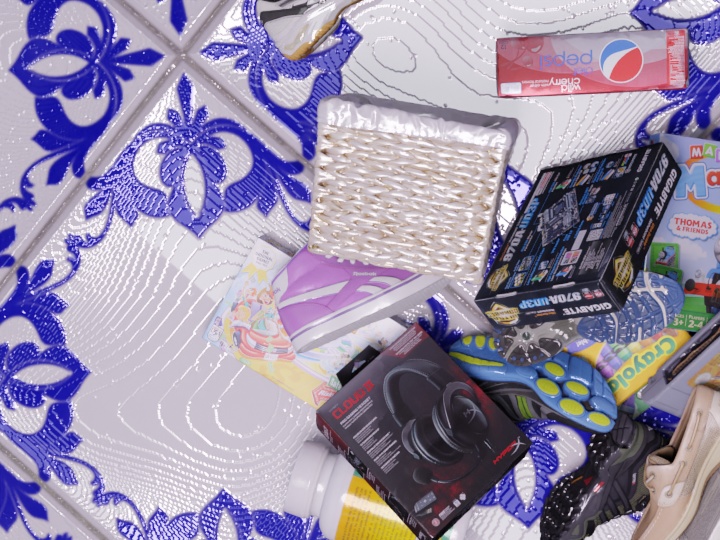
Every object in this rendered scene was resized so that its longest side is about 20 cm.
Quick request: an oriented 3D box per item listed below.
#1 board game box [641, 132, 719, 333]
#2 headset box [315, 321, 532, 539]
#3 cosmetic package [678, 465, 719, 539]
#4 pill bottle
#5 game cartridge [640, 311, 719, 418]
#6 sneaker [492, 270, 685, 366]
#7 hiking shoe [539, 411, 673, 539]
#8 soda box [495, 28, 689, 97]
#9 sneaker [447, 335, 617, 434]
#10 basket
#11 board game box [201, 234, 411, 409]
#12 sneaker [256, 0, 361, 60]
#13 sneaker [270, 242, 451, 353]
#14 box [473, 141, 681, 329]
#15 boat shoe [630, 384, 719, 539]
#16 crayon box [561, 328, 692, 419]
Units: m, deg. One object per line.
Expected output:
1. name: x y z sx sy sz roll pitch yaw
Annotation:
1. board game box: 0.368 -0.034 1.395 0.150 0.037 0.201 7 88 -6
2. headset box: 0.058 0.167 1.406 0.149 0.077 0.200 -39 75 -14
3. cosmetic package: 0.383 0.256 1.377 0.073 0.200 0.104 26 101 4
4. pill bottle: 0.021 0.257 1.471 0.199 0.113 0.113 17 99 6
5. game cartridge: 0.404 0.094 1.379 0.133 0.042 0.200 24 128 -18
6. sneaker: 0.235 0.036 1.369 0.199 0.085 0.078 -14 102 22
7. hiking shoe: 0.273 0.251 1.451 0.100 0.076 0.201 20 118 -17
8. soda box: 0.243 -0.218 1.401 0.199 0.070 0.064 -1 96 8
9. sneaker: 0.186 0.129 1.436 0.199 0.071 0.083 16 144 28
10. basket: 0.053 -0.092 1.380 0.199 0.198 0.162 11 101 6
11. board game box: -0.060 0.069 1.498 0.199 0.034 0.135 31 100 3
12. sneaker: -0.029 -0.319 1.424 0.200 0.076 0.088 -41 91 10
13. sneaker: 0.000 0.000 1.441 0.199 0.073 0.115 -21 75 -11
14. box: 0.220 -0.036 1.338 0.158 0.200 0.046 -12 128 44
15. boat shoe: 0.328 0.210 1.390 0.064 0.071 0.201 26 105 -2
16. crayon box: 0.272 0.062 1.443 0.126 0.052 0.200 -40 91 11
